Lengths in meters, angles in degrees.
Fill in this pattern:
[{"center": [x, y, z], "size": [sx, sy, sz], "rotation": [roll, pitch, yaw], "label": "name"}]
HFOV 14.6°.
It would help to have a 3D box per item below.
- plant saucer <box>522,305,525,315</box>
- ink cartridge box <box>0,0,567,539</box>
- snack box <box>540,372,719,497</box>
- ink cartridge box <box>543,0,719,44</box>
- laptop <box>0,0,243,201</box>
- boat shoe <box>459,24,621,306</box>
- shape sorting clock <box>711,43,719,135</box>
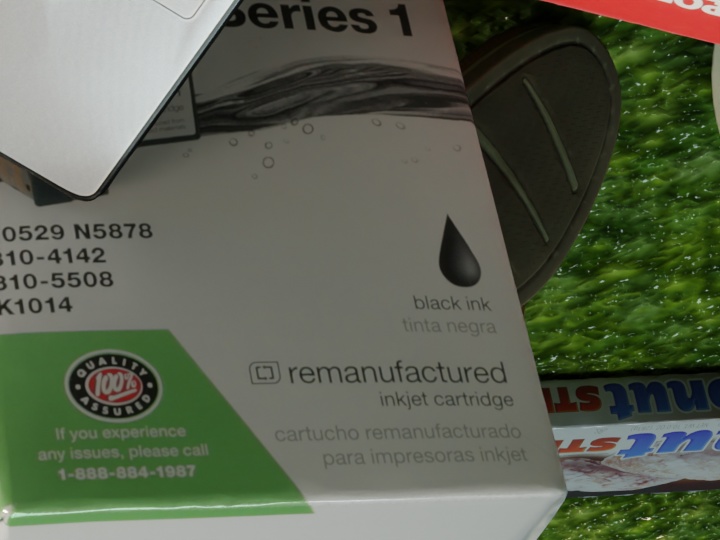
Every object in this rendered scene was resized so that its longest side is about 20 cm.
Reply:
[{"center": [0.007, 0.096, 0.984], "size": [0.037, 0.201, 0.200], "rotation": [19, 150, -3], "label": "plant saucer"}, {"center": [-0.046, -0.011, 0.722], "size": [0.146, 0.200, 0.084], "rotation": [-1, 149, -22], "label": "ink cartridge box"}, {"center": [0.116, 0.067, 1.140], "size": [0.199, 0.024, 0.072], "rotation": [-2, 151, -17], "label": "snack box"}, {"center": [0.114, -0.111, 0.695], "size": [0.116, 0.067, 0.200], "rotation": [14, 150, -4], "label": "ink cartridge box"}, {"center": [-0.099, -0.099, 0.552], "size": [0.200, 0.116, 0.187], "rotation": [31, 122, -14], "label": "laptop"}, {"center": [0.000, 0.000, 0.833], "size": [0.068, 0.200, 0.072], "rotation": [10, 143, 49], "label": "boat shoe"}, {"center": [0.200, -0.041, 0.826], "size": [0.199, 0.039, 0.200], "rotation": [14, 131, 16], "label": "shape sorting clock"}]
